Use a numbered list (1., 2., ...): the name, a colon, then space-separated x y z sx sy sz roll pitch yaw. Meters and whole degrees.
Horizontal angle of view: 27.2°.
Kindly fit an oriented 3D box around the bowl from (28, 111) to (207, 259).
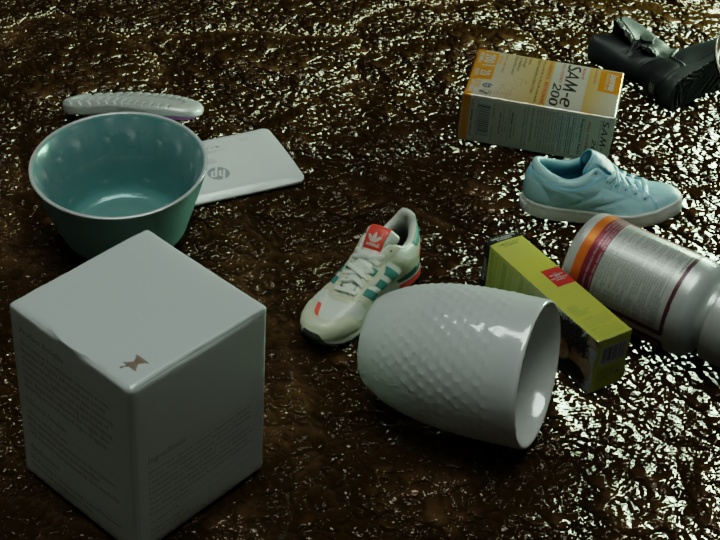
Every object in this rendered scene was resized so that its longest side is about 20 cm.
1. bowl: -0.270 -0.081 1.686 0.199 0.106 0.202 1 39 -1

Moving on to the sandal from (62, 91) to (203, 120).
1. sandal: -0.286 -0.198 1.901 0.201 0.050 0.082 7 20 26

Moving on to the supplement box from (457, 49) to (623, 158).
1. supplement box: 0.237 -0.216 1.946 0.198 0.074 0.126 10 38 8

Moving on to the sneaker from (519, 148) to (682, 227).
1. sneaker: 0.294 -0.103 1.791 0.198 0.082 0.074 0 37 -5

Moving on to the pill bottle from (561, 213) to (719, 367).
1. pill bottle: 0.323 0.024 1.601 0.199 0.110 0.109 27 42 28

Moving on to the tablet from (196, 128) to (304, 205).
1. tablet: -0.183 -0.126 1.838 0.199 0.014 0.130 -14 40 -22

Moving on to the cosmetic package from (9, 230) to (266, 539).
1. cosmetic package: -0.200 0.109 1.362 0.167 0.201 0.166 31 44 31

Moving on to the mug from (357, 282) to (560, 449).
1. mug: 0.102 0.084 1.492 0.174 0.149 0.200 11 6 21

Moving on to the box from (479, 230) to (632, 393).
1. box: 0.205 0.041 1.598 0.050 0.076 0.200 -17 40 -26

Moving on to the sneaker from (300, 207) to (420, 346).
1. sneaker: 0.001 0.000 1.617 0.070 0.094 0.200 25 41 26

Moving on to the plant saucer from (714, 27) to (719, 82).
1. plant saucer: 0.554 -0.259 2.006 0.199 0.032 0.202 11 62 -20

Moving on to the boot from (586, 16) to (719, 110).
1. boot: 0.436 -0.311 2.088 0.199 0.077 0.168 -27 50 -27
